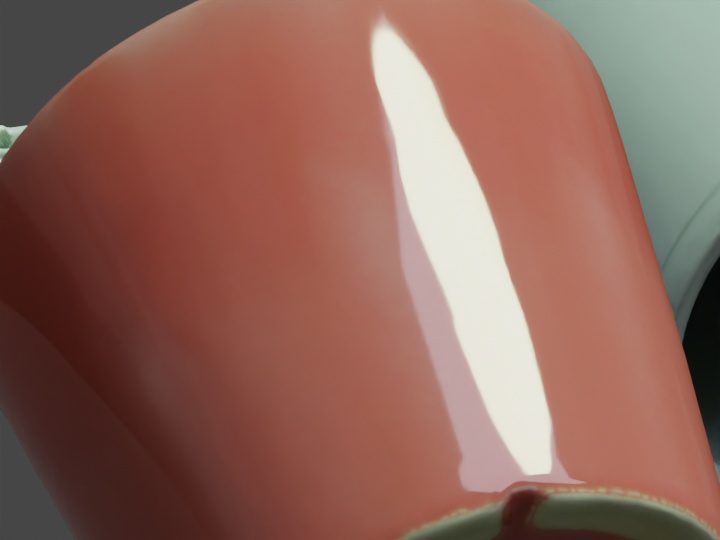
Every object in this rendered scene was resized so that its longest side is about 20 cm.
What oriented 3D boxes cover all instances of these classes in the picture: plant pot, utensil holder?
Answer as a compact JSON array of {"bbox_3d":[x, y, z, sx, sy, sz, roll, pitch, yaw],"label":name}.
[{"bbox_3d":[0.006,0.045,0.735,0.200,0.201,0.178,10,37,-31],"label":"plant pot"},{"bbox_3d":[0.148,-0.027,1.037,0.169,0.170,0.200,11,25,-29],"label":"utensil holder"}]

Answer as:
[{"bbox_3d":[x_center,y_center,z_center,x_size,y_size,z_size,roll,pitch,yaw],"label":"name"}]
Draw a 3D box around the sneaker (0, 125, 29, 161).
[{"bbox_3d":[-0.126,-0.017,0.856,0.200,0.080,0.070,20,25,-7],"label":"sneaker"}]
